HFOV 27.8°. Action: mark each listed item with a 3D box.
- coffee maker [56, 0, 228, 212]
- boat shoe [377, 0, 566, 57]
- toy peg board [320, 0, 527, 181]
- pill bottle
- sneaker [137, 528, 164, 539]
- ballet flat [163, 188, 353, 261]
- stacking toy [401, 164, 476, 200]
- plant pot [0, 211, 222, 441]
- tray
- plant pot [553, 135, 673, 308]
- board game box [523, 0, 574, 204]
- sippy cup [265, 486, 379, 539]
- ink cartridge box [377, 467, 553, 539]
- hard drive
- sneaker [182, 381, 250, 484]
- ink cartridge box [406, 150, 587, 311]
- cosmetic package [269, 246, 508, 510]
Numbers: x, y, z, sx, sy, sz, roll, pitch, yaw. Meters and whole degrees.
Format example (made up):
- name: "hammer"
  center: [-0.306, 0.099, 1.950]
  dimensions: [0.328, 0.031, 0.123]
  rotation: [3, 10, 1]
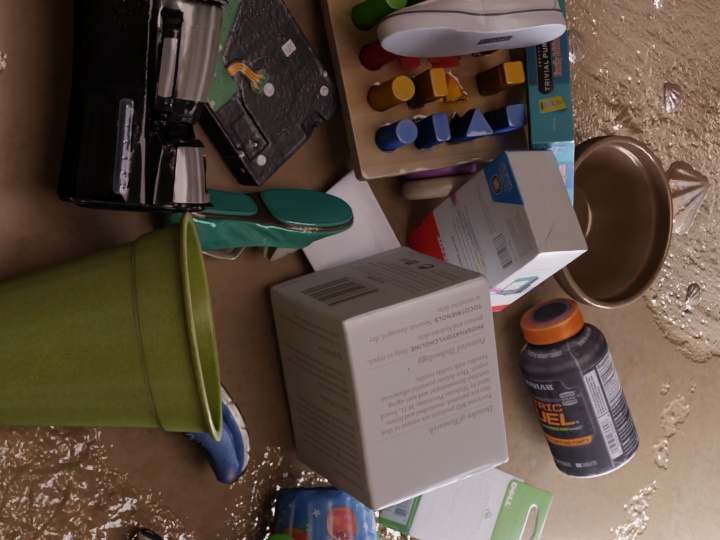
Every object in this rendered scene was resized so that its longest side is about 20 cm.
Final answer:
- name: "coffee maker"
  center: [-0.219, -0.156, 1.294]
  dimensions: [0.135, 0.192, 0.200]
  rotation: [-12, 110, -75]
- name: "boat shoe"
  center: [0.104, -0.253, 1.405]
  dimensions: [0.200, 0.071, 0.070]
  rotation: [-9, 76, -21]
- name: "toy peg board"
  center: [0.084, -0.208, 1.471]
  dimensions: [0.200, 0.098, 0.200]
  rotation: [-11, 89, -24]
- name: "pill bottle"
  center: [0.250, 0.134, 1.701]
  dimensions: [0.106, 0.106, 0.200]
  rotation: [-35, 114, -30]
- name: "sneaker"
  center: [-0.175, 0.351, 1.422]
  dimensions: [0.200, 0.076, 0.115]
  rotation: [44, 77, -24]
- name: "ballet flat"
  center: [-0.104, -0.044, 1.430]
  dimensions: [0.200, 0.067, 0.070]
  rotation: [2, 131, -31]
- name: "stacking toy"
  center: [0.077, -0.178, 1.557]
  dimensions: [0.085, 0.085, 0.200]
  rotation: [-8, 94, -37]
- name: "plant pot"
  center: [-0.227, 0.061, 1.254]
  dimensions: [0.190, 0.200, 0.200]
  rotation: [-8, 101, -2]
- name: "tray"
  center: [0.000, 0.000, 1.544]
  dimensions: [0.107, 0.022, 0.200]
  rotation: [-43, 118, -28]
- name: "plant pot"
  center: [0.268, -0.059, 1.704]
  dimensions: [0.201, 0.093, 0.201]
  rotation: [-5, 98, -39]
- name: "board game box"
  center: [0.202, -0.190, 1.572]
  dimensions: [0.151, 0.047, 0.200]
  rotation: [73, 16, -65]
- name: "sippy cup"
  center: [-0.037, 0.287, 1.484]
  dimensions: [0.139, 0.178, 0.131]
  rotation: [1, 82, -9]
- name: "ink cartridge box"
  center: [0.121, 0.268, 1.642]
  dimensions: [0.200, 0.059, 0.104]
  rotation: [26, 79, -37]
- name: "hard drive"
  center: [-0.115, -0.201, 1.423]
  dimensions: [0.140, 0.038, 0.200]
  rotation: [-48, 121, -25]
- name: "sneaker"
  center: [-0.179, 0.126, 1.392]
  dimensions: [0.089, 0.079, 0.200]
  rotation: [-37, 108, -22]
- name: "ink cartridge box"
  center: [0.137, -0.030, 1.518]
  dimensions: [0.067, 0.200, 0.116]
  rotation: [-5, 69, -33]
- name: "cosmetic package"
  center: [0.028, 0.103, 1.462]
  dimensions: [0.166, 0.167, 0.200]
  rotation: [-17, 110, -26]
